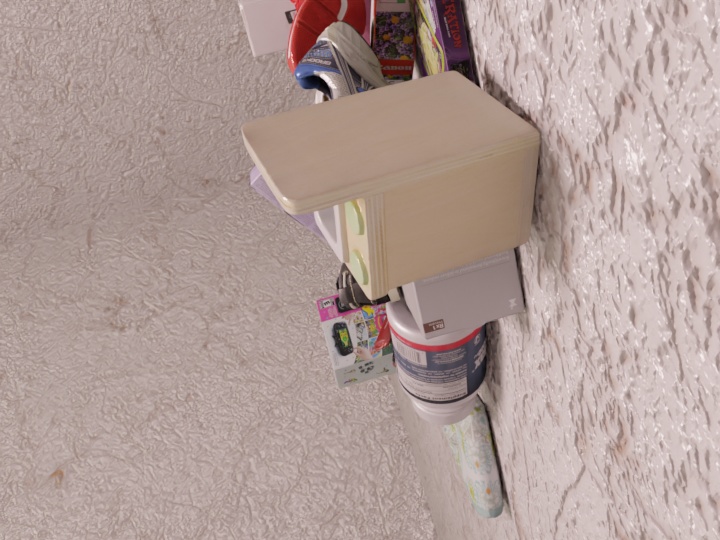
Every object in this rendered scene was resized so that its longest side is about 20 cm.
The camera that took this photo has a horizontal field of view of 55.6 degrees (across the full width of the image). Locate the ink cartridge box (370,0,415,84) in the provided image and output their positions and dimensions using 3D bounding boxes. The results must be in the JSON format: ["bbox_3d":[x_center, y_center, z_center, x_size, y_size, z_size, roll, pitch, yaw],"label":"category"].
[{"bbox_3d":[0.036,-0.260,0.754,0.200,0.050,0.110,90,-178,-74],"label":"ink cartridge box"}]

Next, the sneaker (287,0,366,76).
[{"bbox_3d":[-0.047,-0.294,0.796,0.115,0.078,0.201,-8,55,59],"label":"sneaker"}]

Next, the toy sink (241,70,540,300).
[{"bbox_3d":[0.021,-0.065,0.551,0.131,0.198,0.113,-126,24,-47],"label":"toy sink"}]

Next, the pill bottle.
[{"bbox_3d":[0.100,0.102,0.863,0.120,0.118,0.201,-108,5,-45],"label":"pill bottle"}]

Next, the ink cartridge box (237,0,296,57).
[{"bbox_3d":[-0.084,-0.410,1.034,0.147,0.198,0.085,-108,5,-47],"label":"ink cartridge box"}]

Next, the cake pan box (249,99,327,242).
[{"bbox_3d":[-0.052,-0.156,1.093,0.199,0.184,0.052,35,-159,-29],"label":"cake pan box"}]

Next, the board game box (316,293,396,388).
[{"bbox_3d":[0.040,0.091,1.110,0.065,0.198,0.148,79,174,-49],"label":"board game box"}]

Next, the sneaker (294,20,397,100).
[{"bbox_3d":[0.009,-0.155,0.704,0.200,0.085,0.077,48,169,8],"label":"sneaker"}]

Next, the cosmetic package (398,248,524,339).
[{"bbox_3d":[0.086,-0.016,0.720,0.200,0.106,0.091,-118,12,-70],"label":"cosmetic package"}]

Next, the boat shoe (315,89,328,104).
[{"bbox_3d":[-0.002,-0.129,0.812,0.070,0.070,0.202,-94,-14,-73],"label":"boat shoe"}]

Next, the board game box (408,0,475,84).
[{"bbox_3d":[0.086,-0.183,0.669,0.120,0.032,0.202,-127,23,-74],"label":"board game box"}]

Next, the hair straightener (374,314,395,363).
[{"bbox_3d":[0.080,0.054,0.997,0.077,0.041,0.201,39,-135,-19],"label":"hair straightener"}]

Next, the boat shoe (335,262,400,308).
[{"bbox_3d":[0.000,0.000,0.801,0.200,0.067,0.072,-106,-7,-79],"label":"boat shoe"}]

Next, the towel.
[{"bbox_3d":[0.165,0.259,1.061,0.200,0.048,0.173,-123,18,-78],"label":"towel"}]

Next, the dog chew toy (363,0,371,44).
[{"bbox_3d":[-0.007,-0.299,0.915,0.125,0.123,0.202,-160,53,-86],"label":"dog chew toy"}]
